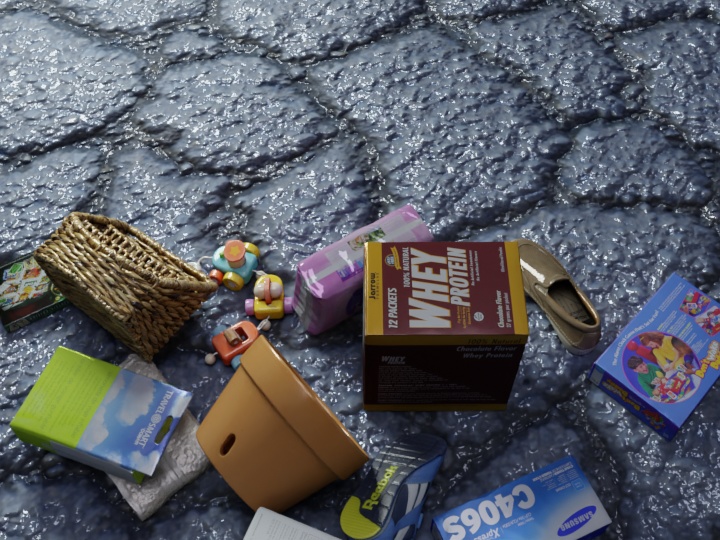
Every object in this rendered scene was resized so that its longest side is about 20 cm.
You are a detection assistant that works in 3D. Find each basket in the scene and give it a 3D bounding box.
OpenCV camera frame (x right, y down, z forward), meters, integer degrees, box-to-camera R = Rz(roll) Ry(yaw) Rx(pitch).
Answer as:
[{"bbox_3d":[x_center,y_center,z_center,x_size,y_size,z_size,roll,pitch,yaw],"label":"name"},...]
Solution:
[{"bbox_3d":[-0.317,-0.007,1.167,0.199,0.144,0.149,32,67,24],"label":"basket"}]

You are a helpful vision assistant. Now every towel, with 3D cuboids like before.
[{"bbox_3d":[-0.284,0.207,1.125,0.132,0.035,0.200,-36,63,-21],"label":"towel"}]

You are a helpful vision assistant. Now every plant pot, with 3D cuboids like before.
[{"bbox_3d":[-0.103,0.200,1.047,0.140,0.201,0.200,-42,64,-7],"label":"plant pot"}]

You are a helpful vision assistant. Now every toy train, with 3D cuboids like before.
[{"bbox_3d":[-0.180,0.034,1.227,0.148,0.056,0.201,-25,60,-16],"label":"toy train"}]

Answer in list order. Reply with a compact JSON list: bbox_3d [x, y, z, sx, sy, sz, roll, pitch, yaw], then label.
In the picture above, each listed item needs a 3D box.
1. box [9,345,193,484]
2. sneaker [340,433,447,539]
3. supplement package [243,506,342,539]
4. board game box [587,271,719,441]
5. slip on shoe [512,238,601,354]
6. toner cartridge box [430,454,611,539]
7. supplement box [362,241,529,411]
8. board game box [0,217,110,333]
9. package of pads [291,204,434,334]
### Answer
[{"bbox_3d":[-0.320,0.183,1.092,0.197,0.048,0.123,17,57,11],"label":"box"},{"bbox_3d":[0.045,0.277,1.061,0.073,0.083,0.200,5,32,36],"label":"sneaker"},{"bbox_3d":[-0.043,0.369,0.965,0.197,0.118,0.118,19,58,12],"label":"supplement package"},{"bbox_3d":[0.423,0.113,1.180,0.134,0.045,0.200,39,64,23],"label":"board game box"},{"bbox_3d":[0.274,0.024,1.230,0.075,0.061,0.202,-19,58,-12],"label":"slip on shoe"},{"bbox_3d":[0.193,0.308,1.050,0.197,0.043,0.096,-21,60,-14],"label":"toner cartridge box"},{"bbox_3d":[0.099,0.075,1.112,0.193,0.201,0.135,0,56,0],"label":"supplement box"},{"bbox_3d":[-0.437,0.005,1.268,0.198,0.024,0.105,-25,59,-16],"label":"board game box"},{"bbox_3d":[0.000,0.000,1.204,0.198,0.121,0.076,-29,72,-22],"label":"package of pads"}]
